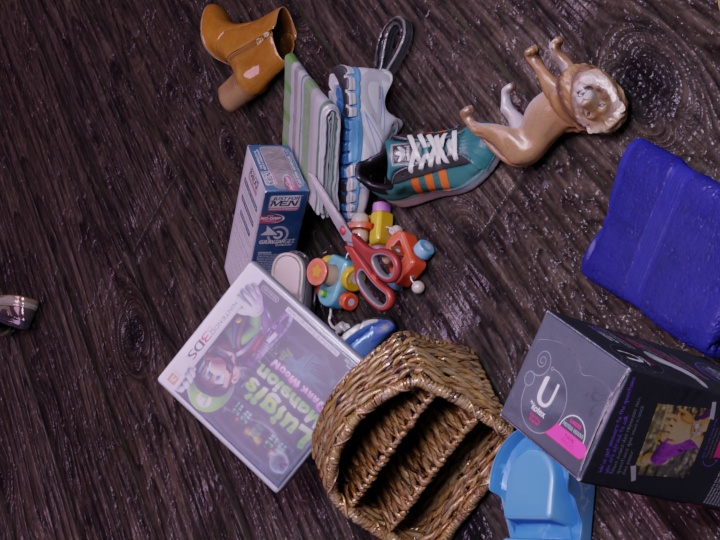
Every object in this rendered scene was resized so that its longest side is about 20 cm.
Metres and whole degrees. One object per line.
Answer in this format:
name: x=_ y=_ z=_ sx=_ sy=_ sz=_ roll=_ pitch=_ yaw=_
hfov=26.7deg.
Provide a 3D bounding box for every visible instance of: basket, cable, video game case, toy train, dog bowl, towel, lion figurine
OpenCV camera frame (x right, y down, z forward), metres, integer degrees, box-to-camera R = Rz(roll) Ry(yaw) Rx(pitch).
basket: x=0.047 y=0.183 z=1.590 sx=0.200 sy=0.142 sz=0.149 roll=-54 pitch=38 yaw=27
cable: x=0.007 y=-0.220 z=1.889 sx=0.200 sy=0.050 sz=0.097 roll=-60 pitch=38 yaw=23
video game case: x=-0.108 y=0.121 z=1.740 sx=0.200 sy=0.023 sz=0.182 roll=41 pitch=98 yaw=15
toy train: x=0.000 y=0.000 z=1.808 sx=0.200 sy=0.056 sz=0.151 roll=-45 pitch=43 yaw=35
dog bowl: x=0.174 y=0.252 z=1.466 sx=0.111 sy=0.049 sz=0.201 roll=-11 pitch=68 yaw=53
towel: x=-0.061 y=-0.171 z=1.888 sx=0.200 sy=0.031 sz=0.150 roll=-121 pitch=31 yaw=-58
lion figurine: x=0.193 y=-0.160 z=1.590 sx=0.123 sy=0.072 sz=0.200 roll=60 pitch=141 yaw=12
towel: x=0.298 y=-0.022 z=1.410 sx=0.200 sy=0.049 sz=0.148 roll=41 pitch=118 yaw=52

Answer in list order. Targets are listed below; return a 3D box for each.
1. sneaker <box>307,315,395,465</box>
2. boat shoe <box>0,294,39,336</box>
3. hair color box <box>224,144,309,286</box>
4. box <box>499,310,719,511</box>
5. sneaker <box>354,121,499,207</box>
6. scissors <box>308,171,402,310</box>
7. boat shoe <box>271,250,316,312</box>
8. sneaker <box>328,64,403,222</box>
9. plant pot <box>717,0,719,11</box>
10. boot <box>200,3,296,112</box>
sneaker: x=-0.015 y=0.141 z=1.765 sx=0.089 sy=0.079 sz=0.200 roll=36 pitch=96 yaw=11
boat shoe: x=-0.629 y=0.083 z=2.651 sx=0.200 sy=0.072 sz=0.065 roll=-8 pitch=65 yaw=47
hair color box: x=-0.121 y=-0.051 z=1.937 sx=0.100 sy=0.060 sz=0.200 roll=-114 pitch=30 yaw=-45
box: x=0.240 y=0.123 z=1.290 sx=0.122 sy=0.200 sz=0.106 roll=38 pitch=108 yaw=54
sneaker: x=0.075 y=-0.124 z=1.728 sx=0.200 sy=0.080 sz=0.072 roll=-23 pitch=59 yaw=45
scissors: x=-0.016 y=-0.033 z=1.776 sx=0.200 sy=0.014 sz=0.073 roll=45 pitch=128 yaw=34
boat shoe: x=-0.083 y=0.075 z=1.900 sx=0.067 sy=0.057 sz=0.201 roll=8 pitch=93 yaw=30
sneaker: x=0.011 y=-0.152 z=1.844 sx=0.075 sy=0.086 sz=0.201 roll=-138 pitch=46 yaw=-56
plant pot: x=0.386 y=-0.226 z=1.278 sx=0.200 sy=0.142 sz=0.201 roll=-25 pitch=58 yaw=48
boot: x=-0.154 y=-0.335 z=2.162 sx=0.144 sy=0.071 sz=0.202 roll=-37 pitch=52 yaw=33
